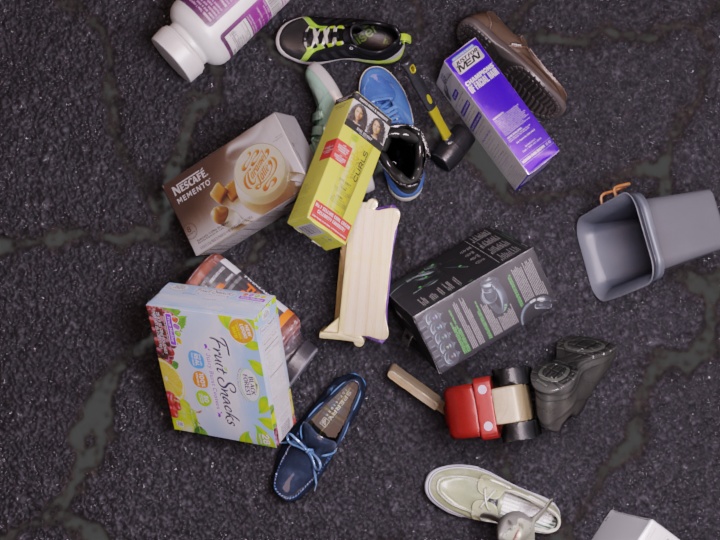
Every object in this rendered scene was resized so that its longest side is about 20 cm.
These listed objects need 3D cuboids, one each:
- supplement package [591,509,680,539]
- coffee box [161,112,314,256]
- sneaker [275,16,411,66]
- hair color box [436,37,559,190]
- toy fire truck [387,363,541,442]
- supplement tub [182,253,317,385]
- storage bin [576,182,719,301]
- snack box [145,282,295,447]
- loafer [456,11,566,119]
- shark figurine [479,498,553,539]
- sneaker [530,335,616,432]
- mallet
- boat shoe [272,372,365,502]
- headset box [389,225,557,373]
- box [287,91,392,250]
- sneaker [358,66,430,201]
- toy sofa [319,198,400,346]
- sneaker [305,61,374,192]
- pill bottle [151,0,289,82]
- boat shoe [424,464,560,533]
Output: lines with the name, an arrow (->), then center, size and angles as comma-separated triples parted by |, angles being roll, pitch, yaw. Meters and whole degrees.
supplement package -> 0.358, 0.418, 1.567 | 0.110, 0.200, 0.157 | 36, 82, 3
coffee box -> -0.159, -0.117, 1.645 | 0.198, 0.080, 0.116 | -29, 83, 17
sneaker -> -0.026, -0.342, 1.714 | 0.196, 0.083, 0.073 | 0, 82, -2
hair color box -> 0.193, -0.221, 1.694 | 0.064, 0.109, 0.201 | -37, 86, -7
toy fire truck -> 0.137, 0.176, 1.614 | 0.196, 0.176, 0.131 | -10, 83, 11
supplement tub -> -0.156, 0.075, 1.640 | 0.199, 0.107, 0.108 | 37, 82, 3
storage bin -> 0.404, -0.053, 1.646 | 0.132, 0.200, 0.148 | -13, 82, -15
snack box -> -0.182, 0.125, 1.572 | 0.166, 0.068, 0.203 | 7, 123, 23
loafer -> 0.232, -0.307, 1.724 | 0.200, 0.073, 0.071 | 45, 60, -4
shark figurine -> 0.193, 0.372, 1.602 | 0.089, 0.217, 0.128 | 24, 46, 25
sneaker -> 0.291, 0.153, 1.637 | 0.075, 0.199, 0.092 | 15, 118, 36
mallet -> 0.109, -0.231, 1.667 | 0.066, 0.201, 0.041 | -43, 44, -18
boat shoe -> -0.064, 0.225, 1.642 | 0.083, 0.069, 0.202 | 27, 82, 2
headset box -> 0.139, 0.039, 1.614 | 0.198, 0.174, 0.094 | -30, 106, -7
box -> -0.026, -0.133, 1.577 | 0.075, 0.050, 0.202 | 35, 63, -28
sneaker -> 0.047, -0.206, 1.684 | 0.075, 0.111, 0.203 | -12, 83, -4
toy sofa -> 0.000, 0.000, 1.650 | 0.096, 0.083, 0.204 | 5, 93, 1
sneaker -> -0.067, -0.189, 1.691 | 0.117, 0.074, 0.203 | -21, 90, -4
pill bottle -> -0.201, -0.368, 1.696 | 0.112, 0.112, 0.200 | 45, 82, 4
boat shoe -> 0.186, 0.316, 1.643 | 0.197, 0.062, 0.073 | 14, 82, 0
